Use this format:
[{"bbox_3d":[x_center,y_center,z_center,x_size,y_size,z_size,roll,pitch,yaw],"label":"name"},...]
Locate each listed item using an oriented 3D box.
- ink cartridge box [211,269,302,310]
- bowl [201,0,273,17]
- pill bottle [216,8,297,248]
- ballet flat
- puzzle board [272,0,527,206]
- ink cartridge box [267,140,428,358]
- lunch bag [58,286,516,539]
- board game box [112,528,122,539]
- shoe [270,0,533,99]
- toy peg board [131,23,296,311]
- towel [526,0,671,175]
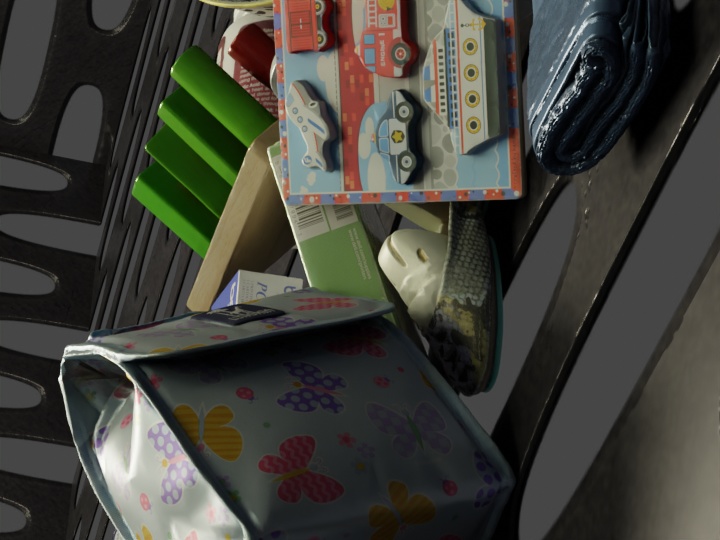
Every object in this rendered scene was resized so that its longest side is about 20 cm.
[{"bbox_3d":[-0.073,0.110,1.413,0.094,0.044,0.202,133,143,-69],"label":"ink cartridge box"},{"bbox_3d":[-0.033,-0.241,1.535,0.094,0.199,0.202,43,-134,-53],"label":"bowl"},{"bbox_3d":[-0.057,-0.129,1.769,0.114,0.113,0.202,120,158,-60],"label":"pill bottle"},{"bbox_3d":[0.043,-0.021,1.281,0.072,0.071,0.202,117,160,-55],"label":"ballet flat"},{"bbox_3d":[0.016,-0.137,1.246,0.017,0.150,0.202,-10,-82,-59],"label":"puzzle board"},{"bbox_3d":[0.000,0.000,1.394,0.200,0.048,0.147,28,-136,-79],"label":"ink cartridge box"},{"bbox_3d":[-0.046,0.087,1.194,0.200,0.168,0.128,52,138,38],"label":"lunch bag"},{"bbox_3d":[-0.119,0.179,1.388,0.200,0.034,0.136,119,156,-55],"label":"board game box"},{"bbox_3d":[0.034,-0.164,1.305,0.199,0.071,0.092,-27,39,33],"label":"shoe"},{"bbox_3d":[-0.050,-0.101,1.492,0.199,0.098,0.200,-42,-11,-33],"label":"toy peg board"},{"bbox_3d":[0.114,-0.151,1.094,0.112,0.048,0.201,117,159,-55],"label":"towel"}]
